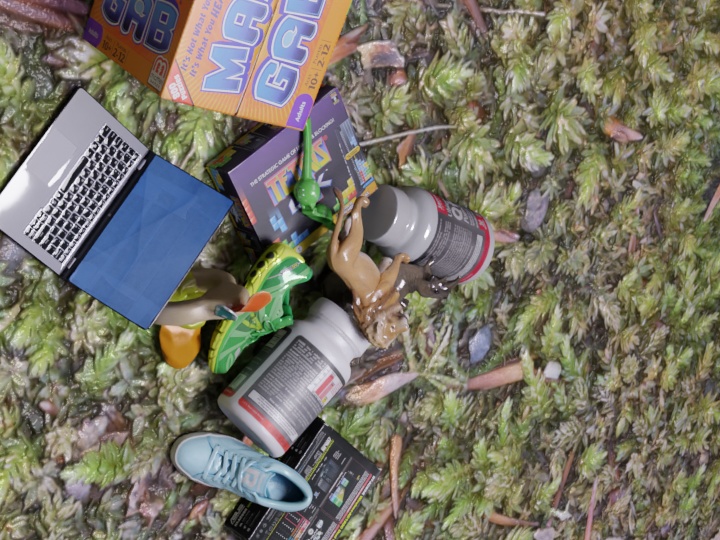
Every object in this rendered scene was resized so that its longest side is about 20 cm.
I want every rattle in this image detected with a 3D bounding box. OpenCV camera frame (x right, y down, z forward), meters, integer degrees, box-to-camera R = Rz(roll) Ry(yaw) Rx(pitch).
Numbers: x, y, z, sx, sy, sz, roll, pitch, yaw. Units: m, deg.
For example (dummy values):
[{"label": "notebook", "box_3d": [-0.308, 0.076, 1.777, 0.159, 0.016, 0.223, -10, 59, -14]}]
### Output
[{"label": "rattle", "box_3d": [-0.182, 0.076, 1.615, 0.130, 0.199, 0.144, -9, 107, -53]}]

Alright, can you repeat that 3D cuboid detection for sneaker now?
[{"label": "sneaker", "box_3d": [-0.150, 0.263, 1.751, 0.199, 0.082, 0.074, 20, 80, -18]}, {"label": "sneaker", "box_3d": [-0.131, 0.060, 1.704, 0.083, 0.074, 0.200, 32, 110, -11]}]

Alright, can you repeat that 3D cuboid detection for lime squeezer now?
[{"label": "lime squeezer", "box_3d": [-0.054, -0.094, 1.725, 0.071, 0.037, 0.201, -68, 142, -49]}]

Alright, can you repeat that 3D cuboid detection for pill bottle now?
[{"label": "pill bottle", "box_3d": [-0.085, 0.139, 1.774, 0.200, 0.116, 0.116, -47, 129, -14]}, {"label": "pill bottle", "box_3d": [0.089, -0.055, 1.879, 0.199, 0.110, 0.111, 19, 90, -44]}]

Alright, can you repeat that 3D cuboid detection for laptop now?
[{"label": "laptop", "box_3d": [-0.287, -0.072, 1.539, 0.200, 0.116, 0.188, 45, 73, -40]}]

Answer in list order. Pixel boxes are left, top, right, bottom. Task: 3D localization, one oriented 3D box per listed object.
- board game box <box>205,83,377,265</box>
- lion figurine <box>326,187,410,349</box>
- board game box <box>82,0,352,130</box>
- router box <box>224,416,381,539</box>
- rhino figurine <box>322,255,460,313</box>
[{"label": "board game box", "box_3d": [-0.085, -0.121, 1.742, 0.200, 0.057, 0.166, -42, 128, -25]}, {"label": "lion figurine", "box_3d": [0.000, 0.000, 1.728, 0.200, 0.072, 0.123, 48, 57, -27]}, {"label": "board game box", "box_3d": [-0.157, -0.301, 1.499, 0.199, 0.200, 0.201, 8, 111, -42]}, {"label": "router box", "box_3d": [-0.079, 0.320, 1.881, 0.201, 0.062, 0.150, -56, 130, -14]}, {"label": "rhino figurine", "box_3d": [0.040, 0.026, 1.834, 0.060, 0.198, 0.088, -83, 161, -51]}]
